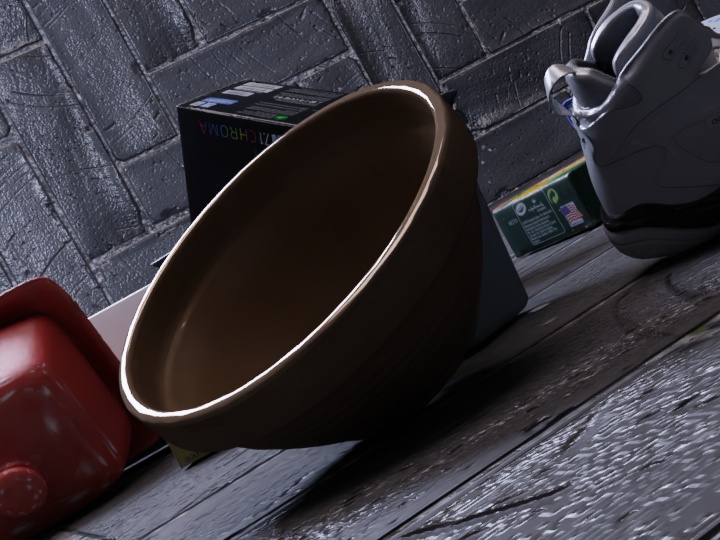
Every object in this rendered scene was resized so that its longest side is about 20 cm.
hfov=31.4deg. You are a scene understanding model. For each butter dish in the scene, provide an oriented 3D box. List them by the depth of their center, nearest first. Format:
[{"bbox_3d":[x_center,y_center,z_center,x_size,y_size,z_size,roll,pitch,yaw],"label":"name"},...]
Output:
[{"bbox_3d":[-0.280,0.144,1.038,0.200,0.200,0.148,-31,31,-1],"label":"butter dish"}]

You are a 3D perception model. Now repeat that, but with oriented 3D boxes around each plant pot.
[{"bbox_3d":[-0.012,0.014,0.602,0.201,0.093,0.201,-33,29,21],"label":"plant pot"}]

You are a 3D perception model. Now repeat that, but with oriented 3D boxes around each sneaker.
[{"bbox_3d":[0.186,-0.097,0.605,0.200,0.115,0.075,-32,27,10],"label":"sneaker"}]

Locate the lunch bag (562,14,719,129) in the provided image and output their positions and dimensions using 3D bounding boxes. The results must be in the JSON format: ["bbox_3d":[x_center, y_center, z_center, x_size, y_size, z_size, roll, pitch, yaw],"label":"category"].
[{"bbox_3d":[0.371,-0.217,1.503,0.170,0.124,0.200,-29,-7,-42],"label":"lunch bag"}]

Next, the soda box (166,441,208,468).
[{"bbox_3d":[-0.109,0.095,1.024,0.068,0.064,0.200,-29,1,6],"label":"soda box"}]

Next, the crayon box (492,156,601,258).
[{"bbox_3d":[0.227,-0.088,1.119,0.200,0.051,0.127,-29,1,-27],"label":"crayon box"}]

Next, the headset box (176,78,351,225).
[{"bbox_3d":[-0.046,-0.038,1.023,0.174,0.200,0.093,14,29,34],"label":"headset box"}]

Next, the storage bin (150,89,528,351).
[{"bbox_3d":[0.000,0.000,0.771,0.200,0.134,0.146,-27,2,36],"label":"storage bin"}]

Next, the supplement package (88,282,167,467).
[{"bbox_3d":[-0.228,0.112,1.204,0.200,0.120,0.121,-29,-15,0],"label":"supplement package"}]
